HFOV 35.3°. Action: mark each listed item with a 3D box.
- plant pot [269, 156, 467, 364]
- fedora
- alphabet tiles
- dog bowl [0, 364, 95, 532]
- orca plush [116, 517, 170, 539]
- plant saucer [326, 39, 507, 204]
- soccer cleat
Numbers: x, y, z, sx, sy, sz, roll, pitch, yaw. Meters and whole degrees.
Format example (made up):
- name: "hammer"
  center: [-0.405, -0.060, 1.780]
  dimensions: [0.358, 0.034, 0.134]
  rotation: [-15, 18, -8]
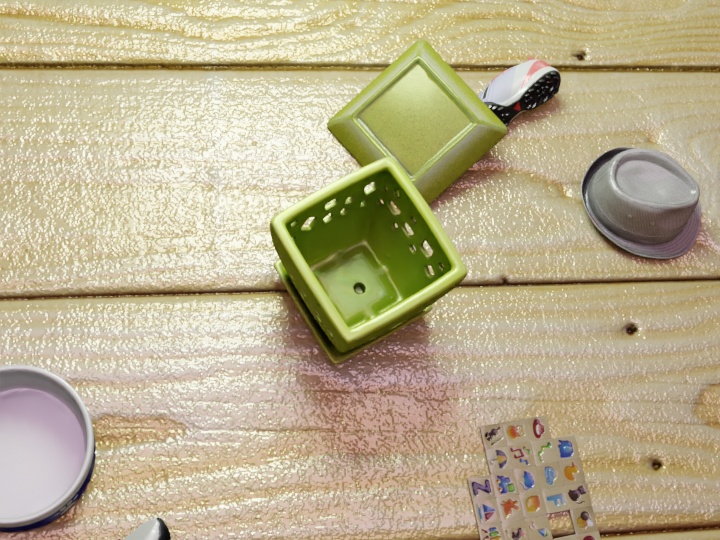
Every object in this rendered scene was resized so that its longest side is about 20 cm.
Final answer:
- name: "plant pot"
  center: [0.000, 0.000, 1.532]
  dimensions: [0.198, 0.182, 0.201]
  rotation: [-28, 75, -18]
- name: "fedora"
  center: [0.434, -0.116, 1.692]
  dimensions: [0.198, 0.090, 0.178]
  rotation: [23, 68, 0]
- name: "alphabet tiles"
  center: [0.231, 0.303, 1.546]
  dimensions: [0.165, 0.008, 0.202]
  rotation: [-8, 70, -11]
- name: "dog bowl"
  center: [-0.437, 0.226, 1.433]
  dimensions: [0.198, 0.079, 0.202]
  rotation: [3, 68, -8]
- name: "orca plush"
  center: [-0.294, 0.403, 1.393]
  dimensions: [0.071, 0.105, 0.201]
  rotation: [46, 63, -24]
- name: "plant saucer"
  center: [0.081, -0.216, 1.666]
  dimensions: [0.199, 0.048, 0.200]
  rotation: [-42, 80, -1]
- name: "soccer cleat"
  center: [0.211, -0.261, 1.737]
  dimensions: [0.199, 0.068, 0.073]
  rotation: [-32, 47, -10]
